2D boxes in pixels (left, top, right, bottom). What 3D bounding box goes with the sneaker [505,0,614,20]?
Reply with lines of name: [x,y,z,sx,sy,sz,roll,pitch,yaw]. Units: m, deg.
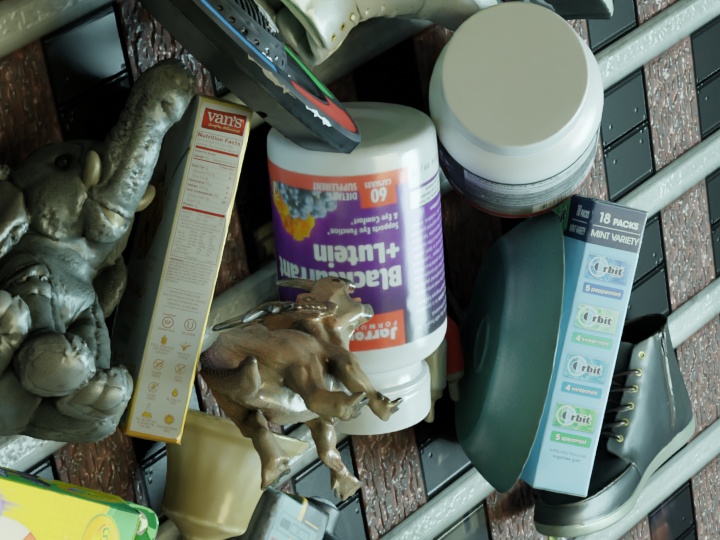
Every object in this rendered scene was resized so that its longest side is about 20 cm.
sneaker: [0.127,-0.246,1.725,0.200,0.080,0.087,44,58,-52]

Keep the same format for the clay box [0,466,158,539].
clay box: [-0.213,0.172,1.423,0.199,0.048,0.116,17,91,-25]

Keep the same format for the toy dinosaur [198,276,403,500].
toy dinosaur: [-0.051,0.059,1.472,0.086,0.136,0.200,-49,156,15]

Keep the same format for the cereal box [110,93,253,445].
cereal box: [-0.112,-0.006,1.478,0.039,0.144,0.201,12,91,-13]

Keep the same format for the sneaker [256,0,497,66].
sneaker: [-0.001,-0.177,1.607,0.200,0.073,0.116,32,78,-38]

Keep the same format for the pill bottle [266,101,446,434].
pill bottle: [0.000,0.000,1.623,0.111,0.111,0.201,-25,119,-42]

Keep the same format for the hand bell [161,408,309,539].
hand bell: [-0.107,0.191,1.559,0.104,0.104,0.201,18,85,-50]

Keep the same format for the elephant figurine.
elephant figurine: [-0.179,-0.010,1.414,0.142,0.154,0.201,98,-3,-63]

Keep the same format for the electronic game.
electronic game: [-0.074,-0.141,1.441,0.042,0.200,0.200,-46,138,7]

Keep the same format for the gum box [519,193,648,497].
gum box: [0.141,0.046,1.764,0.044,0.170,0.201,11,93,-11]

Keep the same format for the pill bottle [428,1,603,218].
pill bottle: [0.103,-0.107,1.642,0.200,0.115,0.116,70,41,-80]

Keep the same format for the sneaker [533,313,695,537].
sneaker: [0.185,0.118,1.911,0.200,0.074,0.107,-41,125,-45]

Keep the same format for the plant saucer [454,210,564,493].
plant saucer: [0.099,0.054,1.735,0.036,0.200,0.201,11,94,-7]

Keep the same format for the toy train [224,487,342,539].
toy train: [-0.077,0.232,1.629,0.114,0.085,0.201,38,70,-44]

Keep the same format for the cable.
cable: [0.049,0.003,1.727,0.097,0.050,0.201,-16,115,-48]
